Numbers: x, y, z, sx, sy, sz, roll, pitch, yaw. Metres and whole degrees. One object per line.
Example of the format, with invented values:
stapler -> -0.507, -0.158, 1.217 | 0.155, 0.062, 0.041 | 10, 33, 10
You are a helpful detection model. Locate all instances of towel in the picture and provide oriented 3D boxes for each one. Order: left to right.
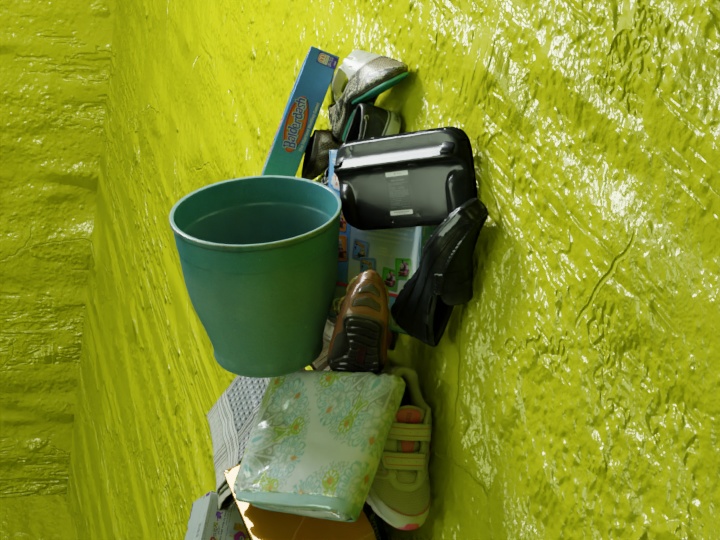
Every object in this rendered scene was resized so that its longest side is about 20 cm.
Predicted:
towel -> -0.143, 0.191, 1.752 | 0.193, 0.034, 0.201 | -48, 30, 20
towel -> -0.052, 0.196, 1.513 | 0.199, 0.048, 0.173 | -1, 61, 43

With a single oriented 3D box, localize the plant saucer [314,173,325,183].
plant saucer -> -0.097, -0.040, 1.759 | 0.200, 0.048, 0.200 | -47, 0, 22

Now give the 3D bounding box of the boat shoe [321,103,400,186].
boat shoe -> -0.018, -0.114, 1.637 | 0.201, 0.056, 0.069 | -64, 22, 12

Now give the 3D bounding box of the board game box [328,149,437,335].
board game box -> 0.022, -0.035, 1.555 | 0.150, 0.036, 0.202 | 11, 102, 40

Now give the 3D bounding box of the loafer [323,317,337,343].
loafer -> -0.033, 0.018, 1.734 | 0.201, 0.075, 0.068 | -111, 25, -44

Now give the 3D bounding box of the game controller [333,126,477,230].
game controller -> 0.048, -0.101, 1.479 | 0.199, 0.042, 0.105 | -3, 105, 44

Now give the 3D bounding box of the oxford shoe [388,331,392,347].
oxford shoe -> 0.000, 0.000, 1.646 | 0.070, 0.074, 0.203 | 155, 115, -70

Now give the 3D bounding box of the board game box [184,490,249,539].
board game box -> -0.134, 0.382, 1.793 | 0.103, 0.198, 0.106 | 140, 145, -62

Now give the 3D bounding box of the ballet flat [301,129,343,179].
ballet flat -> -0.052, -0.158, 1.810 | 0.200, 0.046, 0.068 | 151, 127, -81

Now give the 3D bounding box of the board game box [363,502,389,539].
board game box -> -0.017, 0.246, 1.647 | 0.135, 0.028, 0.202 | -127, 18, -58

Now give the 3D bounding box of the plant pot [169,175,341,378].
plant pot -> -0.115, 0.013, 1.546 | 0.200, 0.198, 0.190 | -129, 31, -58

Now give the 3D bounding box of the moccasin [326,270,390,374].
moccasin -> -0.002, 0.064, 1.504 | 0.202, 0.073, 0.078 | 90, -170, -61

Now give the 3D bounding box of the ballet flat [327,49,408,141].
ballet flat -> -0.003, -0.231, 1.655 | 0.076, 0.067, 0.200 | 61, 155, 7

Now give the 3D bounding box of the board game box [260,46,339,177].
board game box -> -0.089, -0.193, 1.788 | 0.152, 0.045, 0.202 | -178, 108, -83

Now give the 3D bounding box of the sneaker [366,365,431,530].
sneaker -> 0.043, 0.198, 1.527 | 0.088, 0.080, 0.202 | 122, 142, -56

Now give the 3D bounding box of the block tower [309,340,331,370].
block tower -> -0.021, 0.131, 1.703 | 0.054, 0.058, 0.200 | 56, 173, -24

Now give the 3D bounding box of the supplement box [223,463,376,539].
supplement box -> -0.056, 0.347, 1.608 | 0.198, 0.132, 0.201 | -125, 16, -52

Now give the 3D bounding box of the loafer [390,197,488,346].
loafer -> 0.097, 0.004, 1.423 | 0.070, 0.068, 0.201 | 42, 136, 16
